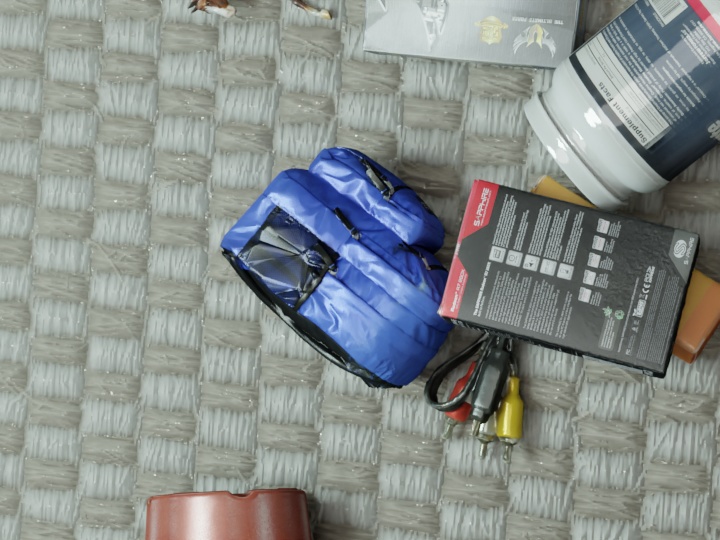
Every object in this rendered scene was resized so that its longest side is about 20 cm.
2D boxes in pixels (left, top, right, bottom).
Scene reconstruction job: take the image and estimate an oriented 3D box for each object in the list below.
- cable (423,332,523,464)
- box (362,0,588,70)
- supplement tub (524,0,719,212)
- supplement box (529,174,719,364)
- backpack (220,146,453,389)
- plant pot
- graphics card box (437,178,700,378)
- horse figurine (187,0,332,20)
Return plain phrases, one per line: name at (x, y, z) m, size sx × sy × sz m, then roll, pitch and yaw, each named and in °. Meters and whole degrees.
cable at (0.126, 0.071, 1.741) m, size 0.097 × 0.050 × 0.201 m, roll 20°, pitch 85°, yaw 24°
box at (0.108, -0.267, 1.725) m, size 0.199 × 0.048 × 0.159 m, roll 8°, pitch 93°, yaw 18°
supplement tub at (0.255, -0.157, 1.630) m, size 0.200 × 0.140 × 0.141 m, roll -39°, pitch 80°, yaw 16°
supplement box at (0.225, 0.000, 1.673) m, size 0.200 × 0.069 × 0.067 m, roll 34°, pitch 83°, yaw 11°
backpack at (0.000, 0.000, 1.708) m, size 0.200 × 0.162 × 0.168 m, roll 44°, pitch 100°, yaw 14°
plant pot at (-0.119, 0.301, 1.749) m, size 0.200 × 0.201 × 0.196 m, roll -5°, pitch 81°, yaw 18°
graphics card box at (0.178, 0.007, 1.619) m, size 0.199 × 0.051 × 0.126 m, roll 14°, pitch 82°, yaw 13°
horse figurine at (-0.074, -0.324, 1.785) m, size 0.132 × 0.050 × 0.201 m, roll 15°, pitch 97°, yaw 12°
